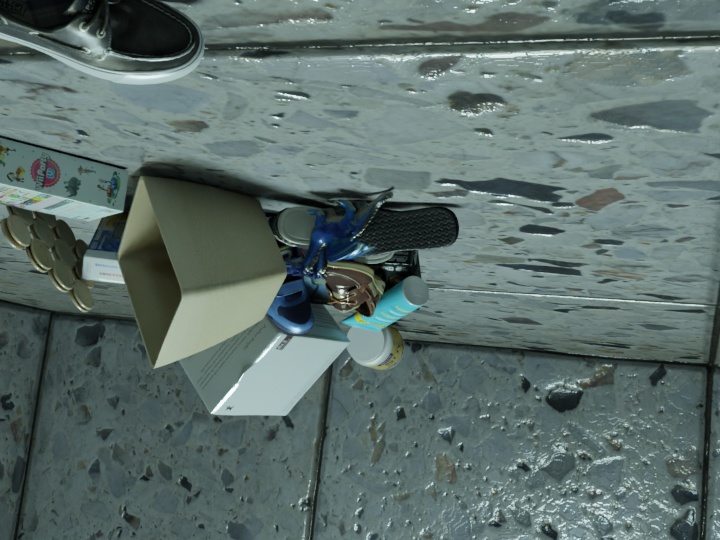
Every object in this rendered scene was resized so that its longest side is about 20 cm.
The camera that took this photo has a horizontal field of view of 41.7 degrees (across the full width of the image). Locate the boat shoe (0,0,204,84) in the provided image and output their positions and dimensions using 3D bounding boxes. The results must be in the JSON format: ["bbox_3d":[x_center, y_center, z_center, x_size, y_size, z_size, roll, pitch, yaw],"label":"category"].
[{"bbox_3d":[-0.209,-0.190,0.682,0.199,0.070,0.066,17,170,-15],"label":"boat shoe"}]

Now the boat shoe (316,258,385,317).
[{"bbox_3d":[-0.016,0.030,1.450,0.072,0.072,0.200,9,169,20],"label":"boat shoe"}]

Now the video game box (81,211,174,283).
[{"bbox_3d":[-0.340,-0.034,1.528,0.182,0.047,0.200,10,-156,-10],"label":"video game box"}]

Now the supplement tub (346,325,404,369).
[{"bbox_3d":[0.044,0.229,2.926,0.145,0.146,0.200,3,171,19],"label":"supplement tub"}]

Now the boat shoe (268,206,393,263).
[{"bbox_3d":[-0.042,-0.053,1.405,0.199,0.074,0.060,7,179,-29],"label":"boat shoe"}]

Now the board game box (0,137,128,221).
[{"bbox_3d":[-0.439,-0.121,1.286,0.200,0.065,0.147,11,170,-35],"label":"board game box"}]

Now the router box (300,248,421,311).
[{"bbox_3d":[0.000,0.000,1.578,0.199,0.062,0.150,4,149,11],"label":"router box"}]

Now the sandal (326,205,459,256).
[{"bbox_3d":[0.043,-0.057,1.338,0.200,0.076,0.048,4,-172,18],"label":"sandal"}]

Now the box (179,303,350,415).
[{"bbox_3d":[-0.164,0.138,1.626,0.200,0.199,0.131,14,-147,-54],"label":"box"}]

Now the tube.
[{"bbox_3d":[0.042,0.064,1.570,0.077,0.051,0.200,18,153,-21],"label":"tube"}]

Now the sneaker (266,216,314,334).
[{"bbox_3d":[-0.126,0.005,1.496,0.074,0.200,0.082,-18,168,-32],"label":"sneaker"}]

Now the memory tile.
[{"bbox_3d":[-0.463,-0.038,1.414,0.017,0.154,0.200,-26,132,8],"label":"memory tile"}]

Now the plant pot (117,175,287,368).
[{"bbox_3d":[-0.222,-0.006,1.350,0.177,0.200,0.200,-9,150,-31],"label":"plant pot"}]

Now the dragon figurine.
[{"bbox_3d":[-0.020,-0.045,1.298,0.199,0.100,0.059,-15,175,31],"label":"dragon figurine"}]
